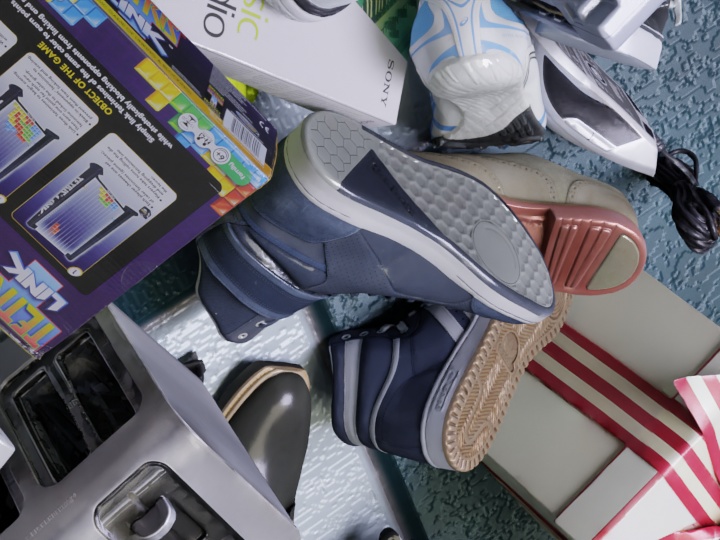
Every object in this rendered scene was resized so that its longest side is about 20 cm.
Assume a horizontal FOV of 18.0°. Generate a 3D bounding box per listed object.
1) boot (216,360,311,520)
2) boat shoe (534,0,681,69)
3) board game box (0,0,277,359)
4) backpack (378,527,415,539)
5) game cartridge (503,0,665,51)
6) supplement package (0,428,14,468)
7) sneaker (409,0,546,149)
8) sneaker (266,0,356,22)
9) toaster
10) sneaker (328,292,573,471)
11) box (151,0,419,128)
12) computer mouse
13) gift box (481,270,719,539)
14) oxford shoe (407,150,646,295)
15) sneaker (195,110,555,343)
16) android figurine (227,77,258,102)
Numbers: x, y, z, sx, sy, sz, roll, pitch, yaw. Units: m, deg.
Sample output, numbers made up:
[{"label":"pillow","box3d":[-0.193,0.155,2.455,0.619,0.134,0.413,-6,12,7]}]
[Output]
[{"label":"boot","box3d":[-0.048,0.169,1.349,0.077,0.138,0.201,4,111,-35]},{"label":"boat shoe","box3d":[0.149,-0.156,1.294,0.199,0.073,0.068,-21,129,-73]},{"label":"board game box","box3d":[-0.166,-0.077,1.110,0.165,0.057,0.200,-35,113,22]},{"label":"backpack","box3d":[0.013,0.286,1.463,0.200,0.127,0.167,-46,134,0]},{"label":"game cartridge","box3d":[0.127,-0.194,1.227,0.133,0.200,0.041,-49,122,-2]},{"label":"supplement package","box3d":[-0.295,0.121,1.174,0.200,0.109,0.114,-50,131,0]},{"label":"sneaker","box3d":[0.067,-0.113,1.279,0.072,0.200,0.073,-3,77,5]},{"label":"sneaker","box3d":[-0.027,-0.219,1.115,0.075,0.115,0.200,-40,114,-34]},{"label":"toaster","box3d":[-0.153,0.124,1.232,0.181,0.200,0.119,-40,128,1]},{"label":"sneaker","box3d":[0.053,0.036,1.400,0.200,0.108,0.070,-58,136,-36]},{"label":"box","box3d":[-0.049,-0.171,1.195,0.200,0.036,0.145,18,78,-41]},{"label":"computer mouse","box3d":[0.147,-0.087,1.383,0.044,0.110,0.200,-40,121,16]},{"label":"gift box","box3d":[0.176,0.117,1.430,0.185,0.187,0.200,-49,137,-1]},{"label":"oxford shoe","box3d":[0.069,-0.038,1.350,0.199,0.074,0.071,15,124,-10]},{"label":"sneaker","box3d":[0.000,-0.002,1.290,0.202,0.077,0.146,29,131,-30]},{"label":"android figurine","box3d":[-0.144,-0.092,1.206,0.199,0.041,0.183,-20,123,-23]}]
